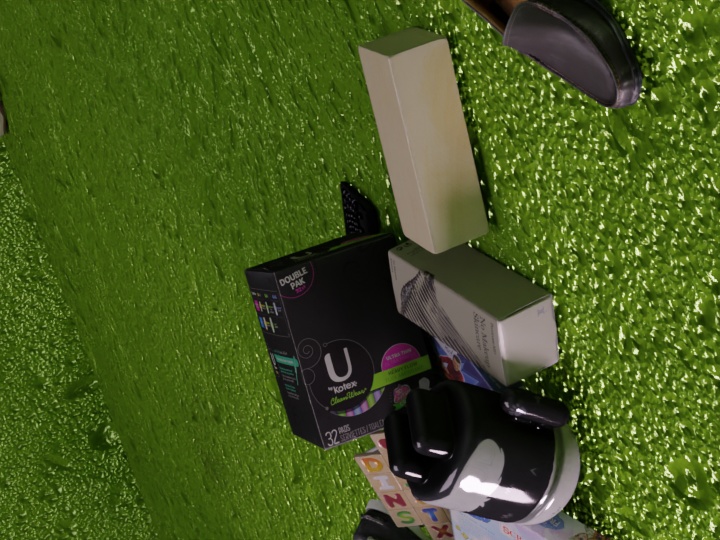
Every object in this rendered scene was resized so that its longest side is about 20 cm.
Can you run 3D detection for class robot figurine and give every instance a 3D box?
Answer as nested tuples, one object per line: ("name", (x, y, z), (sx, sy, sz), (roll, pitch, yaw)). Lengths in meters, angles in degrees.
("robot figurine", (0.121, 0.177, 1.338), (0.150, 0.199, 0.126), (-2, 72, 62))

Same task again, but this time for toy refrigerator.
("toy refrigerator", (0.064, -0.127, 1.316), (0.076, 0.070, 0.201), (35, 143, 62))

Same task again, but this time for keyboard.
("keyboard", (0.000, 0.000, 1.623), (0.104, 0.039, 0.201), (41, 149, 46))

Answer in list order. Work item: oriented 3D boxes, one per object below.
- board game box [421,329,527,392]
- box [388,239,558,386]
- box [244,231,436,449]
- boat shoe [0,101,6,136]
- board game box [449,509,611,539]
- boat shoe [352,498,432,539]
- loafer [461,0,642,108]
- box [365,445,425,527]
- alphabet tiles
("board game box", (0.106, 0.107, 1.499), (0.200, 0.034, 0.136), (53, 154, 27))
("box", (0.110, 0.033, 1.370), (0.200, 0.068, 0.083), (33, 141, 53))
("box", (-0.020, 0.072, 1.501), (0.124, 0.148, 0.201), (-176, 70, -70))
("boat shoe", (-0.858, -0.375, 3.105), (0.072, 0.076, 0.201), (50, 154, 32))
("board game box", (0.186, 0.318, 1.456), (0.199, 0.041, 0.200), (27, 143, 36))
("boat shoe", (0.076, 0.359, 1.682), (0.199, 0.061, 0.076), (35, 157, -9))
("loafer", (0.140, -0.189, 1.073), (0.200, 0.072, 0.073), (49, 152, 33))
("box", (0.083, 0.244, 1.658), (0.117, 0.060, 0.200), (62, 157, 8))
("alphabet tiles", (0.092, 0.236, 1.509), (0.165, 0.006, 0.201), (-10, 131, 23))
